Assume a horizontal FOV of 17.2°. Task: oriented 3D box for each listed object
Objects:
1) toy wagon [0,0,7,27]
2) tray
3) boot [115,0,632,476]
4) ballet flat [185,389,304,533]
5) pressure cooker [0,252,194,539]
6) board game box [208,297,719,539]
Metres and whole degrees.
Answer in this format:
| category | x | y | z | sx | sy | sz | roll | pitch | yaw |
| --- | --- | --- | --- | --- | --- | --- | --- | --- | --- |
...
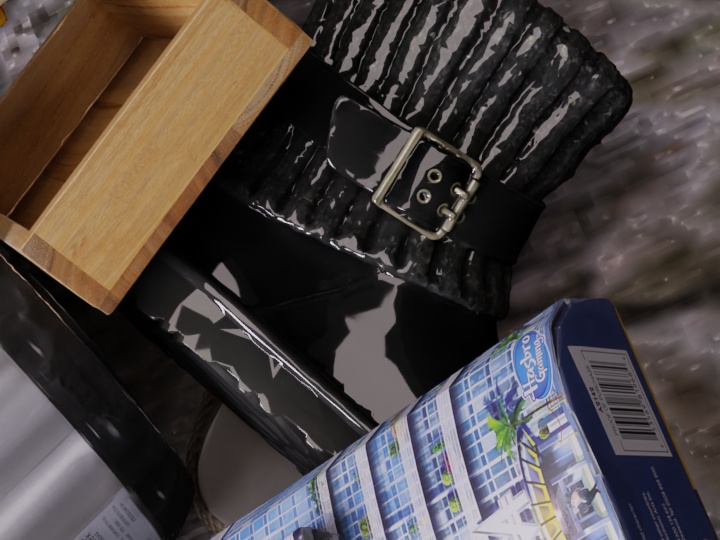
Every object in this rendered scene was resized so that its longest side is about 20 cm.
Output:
| category | x | y | z | sx | sy | sz | roll | pitch | yaw |
| --- | --- | --- | --- | --- | --- | --- | --- | --- | --- |
| toy wagon | -0.203 | -0.066 | 0.793 | 0.200 | 0.155 | 0.040 | -13 | 112 | 39 |
| tray | -0.083 | -0.046 | 0.765 | 0.037 | 0.200 | 0.099 | 38 | 84 | -17 |
| boot | 0.041 | 0.006 | 0.741 | 0.211 | 0.079 | 0.158 | 41 | 79 | -5 |
| ballet flat | 0.000 | 0.000 | 0.798 | 0.067 | 0.046 | 0.200 | 29 | 80 | -7 |
| pressure cooker | -0.174 | 0.078 | 0.738 | 0.200 | 0.176 | 0.179 | -45 | 23 | -11 |
| board game box | 0.017 | 0.140 | 0.634 | 0.200 | 0.062 | 0.201 | -36 | 65 | 31 |
